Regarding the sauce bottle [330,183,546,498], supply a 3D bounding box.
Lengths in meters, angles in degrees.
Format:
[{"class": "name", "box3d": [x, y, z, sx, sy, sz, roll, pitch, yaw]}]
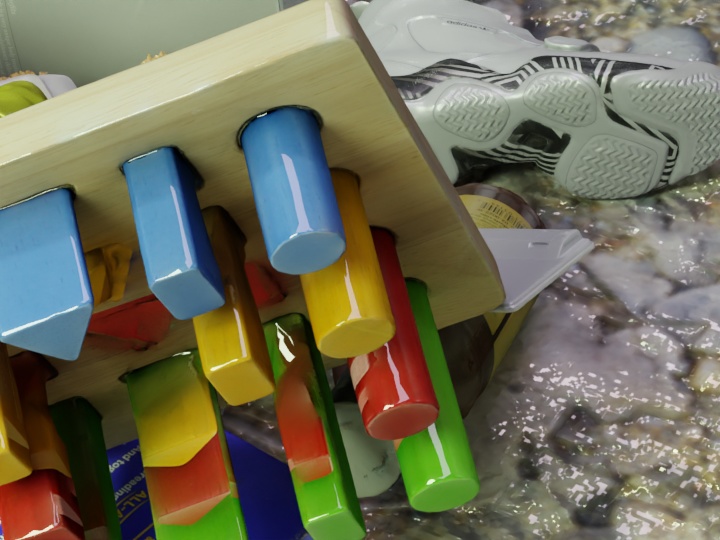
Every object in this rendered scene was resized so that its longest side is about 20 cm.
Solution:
[{"class": "sauce bottle", "box3d": [0.026, 0.026, 1.015, 0.064, 0.065, 0.200, 8, 24, 16]}]

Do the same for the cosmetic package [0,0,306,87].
[{"class": "cosmetic package", "box3d": [-0.116, -0.133, 1.223, 0.198, 0.107, 0.091, 6, 44, 11]}]

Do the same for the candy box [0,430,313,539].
[{"class": "candy box", "box3d": [-0.130, 0.117, 0.968, 0.199, 0.077, 0.169, 26, 49, 33]}]

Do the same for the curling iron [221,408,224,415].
[{"class": "curling iron", "box3d": [-0.148, 0.036, 1.093, 0.199, 0.026, 0.050, 15, 26, 26]}]

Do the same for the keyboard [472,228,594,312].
[{"class": "keyboard", "box3d": [0.000, 0.000, 1.007, 0.199, 0.011, 0.056, 1, 33, 43]}]

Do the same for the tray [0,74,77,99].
[{"class": "tray", "box3d": [-0.146, -0.029, 1.076, 0.107, 0.022, 0.200, -17, 38, -16]}]

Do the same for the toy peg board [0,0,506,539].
[{"class": "toy peg board", "box3d": [-0.058, 0.030, 0.838, 0.199, 0.199, 0.098, -20, 61, 8]}]

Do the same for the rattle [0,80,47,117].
[{"class": "rattle", "box3d": [-0.193, 0.015, 0.971, 0.199, 0.144, 0.130, -26, 32, -8]}]

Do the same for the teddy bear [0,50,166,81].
[{"class": "teddy bear", "box3d": [-0.109, -0.040, 1.146, 0.145, 0.067, 0.199, -38, 50, -25]}]

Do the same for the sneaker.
[{"class": "sneaker", "box3d": [0.076, -0.095, 1.176, 0.198, 0.075, 0.115, -4, 44, 8]}]
